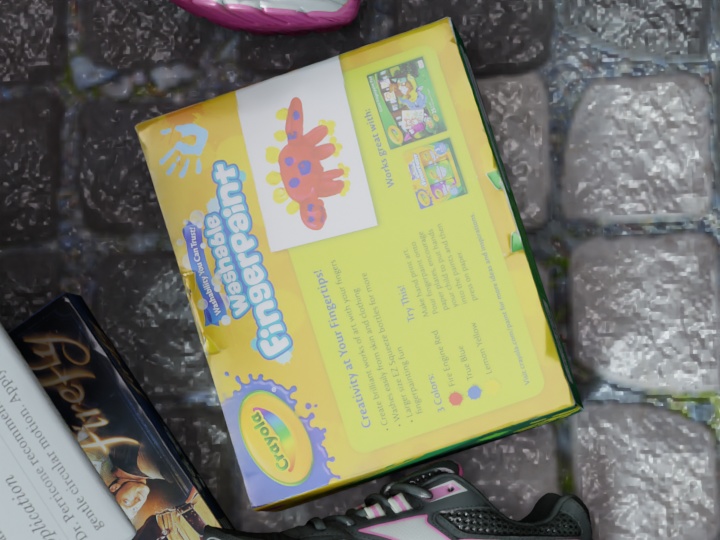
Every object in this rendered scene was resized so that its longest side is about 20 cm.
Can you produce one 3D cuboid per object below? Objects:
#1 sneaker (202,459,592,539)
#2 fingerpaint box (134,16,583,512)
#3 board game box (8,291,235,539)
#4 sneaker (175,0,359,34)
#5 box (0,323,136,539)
[{"bbox_3d":[0.020,0.132,1.253,0.200,0.080,0.086,8,87,-16],"label":"sneaker"},{"bbox_3d":[0.000,0.000,1.282,0.167,0.073,0.200,-19,81,6],"label":"fingerpaint box"},{"bbox_3d":[-0.144,0.131,1.312,0.135,0.035,0.200,-36,80,4],"label":"board game box"},{"bbox_3d":[-0.088,-0.180,1.302,0.200,0.081,0.088,22,90,10],"label":"sneaker"},{"bbox_3d":[-0.223,0.063,1.172,0.131,0.200,0.199,-34,104,-13],"label":"box"}]
